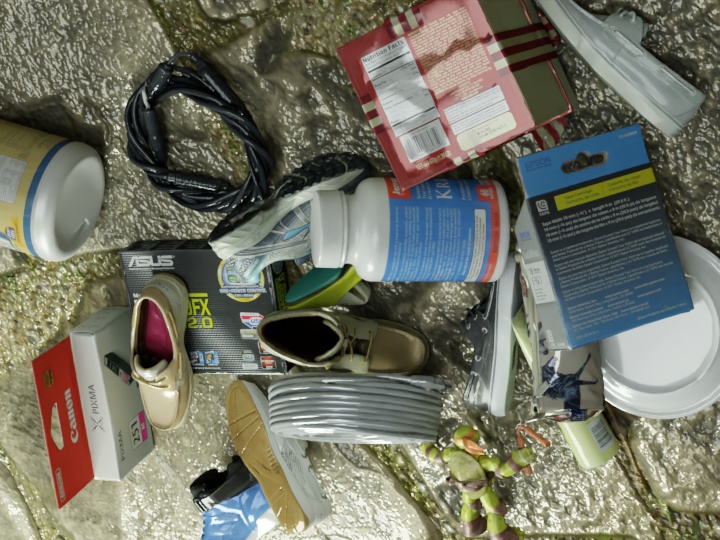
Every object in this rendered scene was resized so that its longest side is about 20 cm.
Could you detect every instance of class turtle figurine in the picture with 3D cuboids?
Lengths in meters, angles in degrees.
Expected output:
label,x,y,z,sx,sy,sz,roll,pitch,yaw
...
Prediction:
label,x,y,z,sx,sy,sz,roll,pitch,yaw
turtle figurine,0.141,0.240,1.754,0.200,0.064,0.162,2,118,39

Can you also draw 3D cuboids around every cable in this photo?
label,x,y,z,sx,sy,sz,roll,pitch,yaw
cable,-0.188,-0.142,1.763,0.163,0.051,0.200,-40,93,28
cable,-0.006,0.159,1.729,0.199,0.200,0.069,4,79,-9

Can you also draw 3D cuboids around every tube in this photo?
label,x,y,z,sx,sy,sz,roll,pitch,yaw
tube,0.223,0.125,1.701,0.052,0.058,0.200,-32,104,-11

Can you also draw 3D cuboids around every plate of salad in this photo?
label,x,y,z,sx,sy,sz,roll,pitch,yaw
plate of salad,0.320,0.059,1.641,0.200,0.048,0.201,4,99,25

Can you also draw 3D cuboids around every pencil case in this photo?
label,x,y,z,sx,sy,sz,roll,pitch,yaw
pencil case,0.209,0.062,1.625,0.078,0.089,0.201,-11,84,48

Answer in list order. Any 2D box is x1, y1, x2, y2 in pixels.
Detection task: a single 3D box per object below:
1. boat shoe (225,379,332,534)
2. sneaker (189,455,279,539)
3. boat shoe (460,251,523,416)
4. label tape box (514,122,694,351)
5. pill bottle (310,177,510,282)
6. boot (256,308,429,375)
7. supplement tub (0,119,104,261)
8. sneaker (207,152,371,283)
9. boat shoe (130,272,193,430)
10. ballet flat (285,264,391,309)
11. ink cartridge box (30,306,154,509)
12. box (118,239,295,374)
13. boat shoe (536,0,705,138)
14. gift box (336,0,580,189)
label,x,y,z,sx,sy,sz,roll,pitch,yaw
boat shoe,-0.098,0.221,1.860,0.071,0.069,0.200,-39,73,47
sneaker,-0.181,0.311,1.914,0.111,0.077,0.200,43,114,-5
boat shoe,0.144,0.069,1.712,0.066,0.070,0.200,10,120,15
label tape box,0.241,-0.034,1.567,0.144,0.063,0.201,-16,90,-14
pill bottle,0.051,-0.043,1.625,0.199,0.112,0.113,0,113,-10
boot,-0.018,0.082,1.706,0.199,0.155,0.072,9,86,-1
supplement tub,-0.421,-0.103,1.813,0.200,0.145,0.145,16,114,15
sneaker,-0.069,-0.059,1.728,0.200,0.078,0.086,-30,115,7
boat shoe,-0.244,0.105,1.817,0.074,0.069,0.201,6,111,19
ballet flat,0.000,0.000,1.741,0.067,0.067,0.200,42,118,-16
ink cartridge box,-0.323,0.166,1.860,0.043,0.174,0.201,1,110,20
box,-0.181,0.043,1.834,0.199,0.044,0.161,0,110,21
boat shoe,0.268,-0.225,1.556,0.201,0.070,0.072,45,99,2
gift box,0.105,-0.182,1.558,0.184,0.187,0.200,-19,96,26
